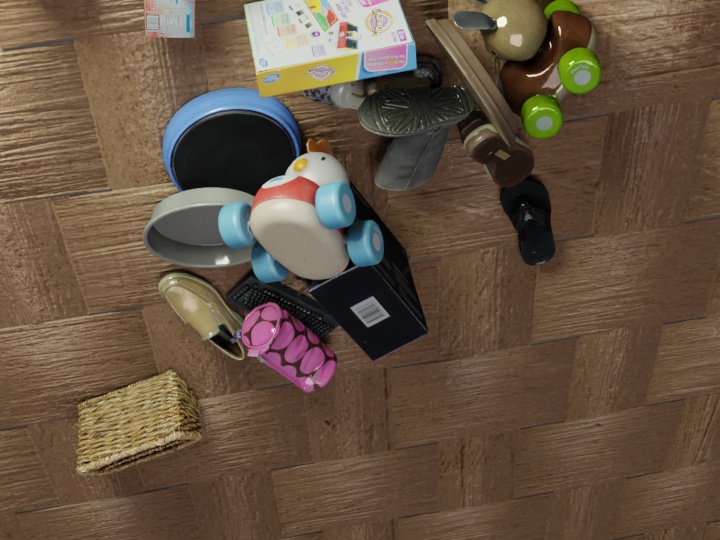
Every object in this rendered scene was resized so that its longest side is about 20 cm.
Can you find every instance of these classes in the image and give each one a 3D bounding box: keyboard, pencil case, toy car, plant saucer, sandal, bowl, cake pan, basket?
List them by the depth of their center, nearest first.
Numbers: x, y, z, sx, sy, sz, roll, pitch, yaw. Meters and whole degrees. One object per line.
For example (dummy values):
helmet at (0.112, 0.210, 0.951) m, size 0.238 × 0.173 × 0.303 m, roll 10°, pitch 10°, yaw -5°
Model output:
toy car at (0.196, -0.300, 1.463) m, size 0.199 × 0.165 × 0.158 m, roll 25°, pitch 124°, yaw -21°
plant saucer at (0.151, -0.252, 1.463) m, size 0.029 × 0.201 × 0.200 m, roll -34°, pitch 133°, yaw 9°
toy car at (-0.073, -0.108, 1.540) m, size 0.183 × 0.201 × 0.177 m, roll -10°, pitch 144°, yaw 24°
bowl at (-0.181, -0.165, 1.579) m, size 0.199 × 0.040 × 0.202 m, roll -7°, pitch 135°, yaw -7°
cake pan at (-0.219, -0.063, 1.627) m, size 0.198 × 0.037 × 0.201 m, roll -5°, pitch 154°, yaw -2°
sandal at (0.278, -0.072, 1.777) m, size 0.075 × 0.048 × 0.201 m, roll -21°, pitch 136°, yaw 7°
keyboard at (-0.108, 0.050, 1.823) m, size 0.199 × 0.021 × 0.127 m, roll 27°, pitch 123°, yaw -35°
pencil case at (-0.117, 0.134, 1.834) m, size 0.090 × 0.094 × 0.200 m, roll -12°, pitch 148°, yaw 29°
basket at (-0.372, 0.292, 1.904) m, size 0.198 × 0.150 × 0.143 m, roll -20°, pitch 135°, yaw 5°

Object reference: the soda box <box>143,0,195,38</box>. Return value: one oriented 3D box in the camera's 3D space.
soda box at (-0.230, -0.380, 1.332) m, size 0.063 × 0.069 × 0.201 m, roll -2°, pitch 135°, yaw -12°

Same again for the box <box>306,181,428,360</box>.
box at (0.000, 0.000, 1.685) m, size 0.104 × 0.183 × 0.200 m, roll -27°, pitch 134°, yaw 14°

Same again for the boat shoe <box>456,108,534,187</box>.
boat shoe at (0.197, -0.187, 1.631) m, size 0.074 × 0.075 × 0.202 m, roll -36°, pitch 154°, yaw 11°

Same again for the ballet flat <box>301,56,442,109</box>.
ballet flat at (0.019, -0.253, 1.521) m, size 0.198 × 0.072 × 0.072 m, roll -8°, pitch 135°, yaw -6°

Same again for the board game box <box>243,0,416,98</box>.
board game box at (-0.041, -0.296, 1.403) m, size 0.198 × 0.154 × 0.041 m, roll -11°, pitch 137°, yaw -2°

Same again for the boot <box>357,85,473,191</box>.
boot at (0.054, -0.179, 1.554) m, size 0.180 × 0.073 × 0.200 m, roll -6°, pitch 162°, yaw -23°

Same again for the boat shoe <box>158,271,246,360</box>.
boat shoe at (-0.243, 0.077, 1.775) m, size 0.071 × 0.077 × 0.200 m, roll -33°, pitch 132°, yaw 19°
